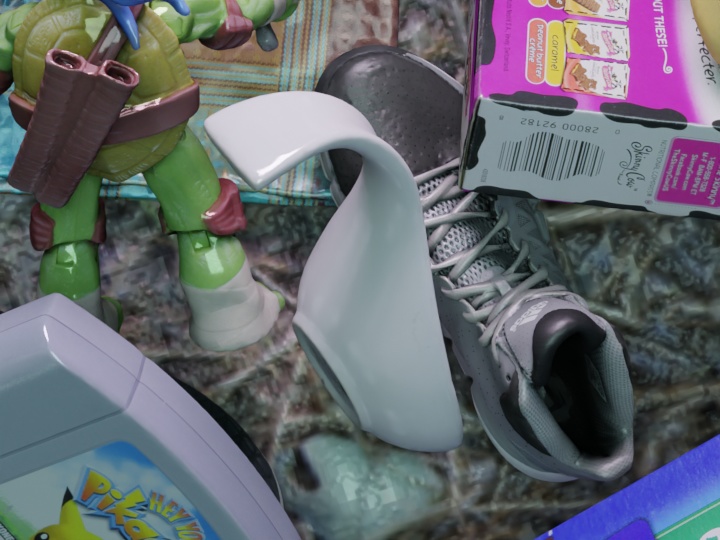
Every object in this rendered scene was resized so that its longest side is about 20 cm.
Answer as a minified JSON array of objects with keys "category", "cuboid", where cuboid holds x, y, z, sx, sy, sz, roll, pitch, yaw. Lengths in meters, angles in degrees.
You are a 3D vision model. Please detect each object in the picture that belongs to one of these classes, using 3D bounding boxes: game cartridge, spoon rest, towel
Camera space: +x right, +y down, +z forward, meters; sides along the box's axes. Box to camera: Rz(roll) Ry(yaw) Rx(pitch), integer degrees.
[{"category":"game cartridge","cuboid":[-0.101,0.101,1.071,0.133,0.041,0.200,-24,121,24]},{"category":"spoon rest","cuboid":[0.000,0.000,1.055,0.061,0.200,0.099,-34,53,-8]},{"category":"towel","cuboid":[-0.083,-0.101,1.126,0.200,0.022,0.147,3,94,-1]}]

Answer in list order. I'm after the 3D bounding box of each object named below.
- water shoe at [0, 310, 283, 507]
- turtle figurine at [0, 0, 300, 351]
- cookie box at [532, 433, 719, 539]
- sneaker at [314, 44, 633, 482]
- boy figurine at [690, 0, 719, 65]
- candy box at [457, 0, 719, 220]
[{"category":"water shoe","cuboid":[-0.128,0.072,1.122,0.200,0.072,0.079,27,123,-7]},{"category":"turtle figurine","cuboid":[-0.095,-0.073,1.082,0.144,0.200,0.194,-22,119,-27]},{"category":"cookie box","cuboid":[0.159,0.137,0.977,0.200,0.171,0.075,-32,131,14]},{"category":"sneaker","cuboid":[0.056,-0.002,1.077,0.075,0.115,0.200,-34,99,-6]},{"category":"boy figurine","cuboid":[0.153,-0.159,1.049,0.124,0.064,0.200,16,51,-32]},{"category":"candy box","cuboid":[0.142,-0.088,1.075,0.200,0.061,0.137,7,54,-1]}]
